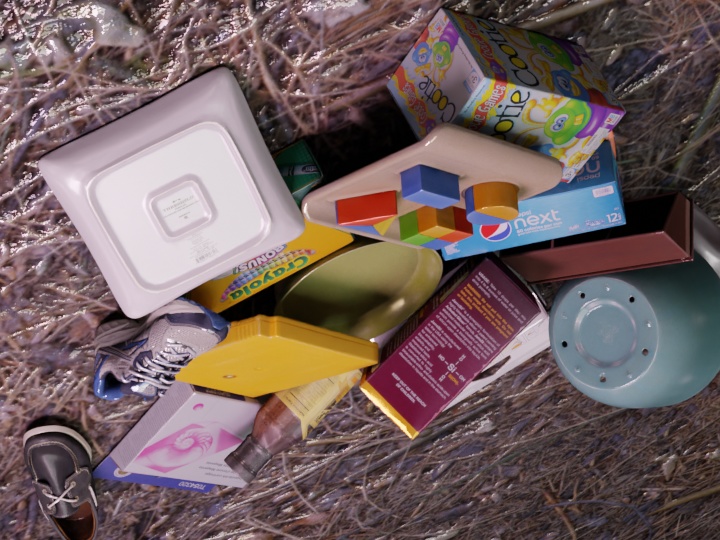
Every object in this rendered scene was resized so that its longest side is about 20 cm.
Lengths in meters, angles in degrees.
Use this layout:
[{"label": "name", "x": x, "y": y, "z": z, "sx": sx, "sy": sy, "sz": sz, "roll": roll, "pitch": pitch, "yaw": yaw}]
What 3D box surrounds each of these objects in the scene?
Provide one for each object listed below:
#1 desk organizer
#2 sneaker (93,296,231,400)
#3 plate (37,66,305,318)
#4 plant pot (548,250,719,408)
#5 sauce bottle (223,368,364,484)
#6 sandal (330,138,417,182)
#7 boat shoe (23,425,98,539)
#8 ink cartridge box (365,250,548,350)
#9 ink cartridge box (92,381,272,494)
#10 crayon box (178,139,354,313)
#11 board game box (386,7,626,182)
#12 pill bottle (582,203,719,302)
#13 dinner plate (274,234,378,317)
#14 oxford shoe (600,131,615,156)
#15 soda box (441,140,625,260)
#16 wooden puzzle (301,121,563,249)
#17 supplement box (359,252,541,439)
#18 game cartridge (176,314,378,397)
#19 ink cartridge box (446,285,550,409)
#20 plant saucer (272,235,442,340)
[{"label": "desk organizer", "x": 0.253, "y": -0.043, "z": 1.738, "sx": 0.199, "sy": 0.072, "sz": 0.077, "roll": -9, "pitch": 154, "yaw": 32}, {"label": "sneaker", "x": -0.203, "y": 0.090, "z": 1.622, "sx": 0.077, "sy": 0.086, "sz": 0.199, "roll": 30, "pitch": 147, "yaw": -31}, {"label": "plate", "x": -0.170, "y": -0.064, "z": 1.508, "sx": 0.198, "sy": 0.032, "sz": 0.201, "roll": -27, "pitch": 124, "yaw": -2}, {"label": "plant pot", "x": 0.304, "y": 0.064, "z": 1.828, "sx": 0.201, "sy": 0.201, "sz": 0.161, "roll": -45, "pitch": 162, "yaw": 23}, {"label": "sauce bottle", "x": -0.075, "y": 0.158, "z": 1.845, "sx": 0.200, "sy": 0.066, "sz": 0.066, "roll": -47, "pitch": 145, "yaw": -2}, {"label": "sandal", "x": 0.067, "y": -0.105, "z": 1.664, "sx": 0.198, "sy": 0.045, "sz": 0.075, "roll": -19, "pitch": 144, "yaw": -13}, {"label": "boat shoe", "x": -0.334, "y": 0.243, "z": 1.819, "sx": 0.071, "sy": 0.068, "sz": 0.201, "roll": -11, "pitch": 141, "yaw": -5}, {"label": "ink cartridge box", "x": 0.104, "y": 0.059, "z": 1.846, "sx": 0.199, "sy": 0.109, "sz": 0.050, "roll": -34, "pitch": -171, "yaw": 10}, {"label": "ink cartridge box", "x": -0.187, "y": 0.208, "z": 1.899, "sx": 0.195, "sy": 0.043, "sz": 0.200, "roll": 15, "pitch": 125, "yaw": -45}, {"label": "crayon box", "x": -0.117, "y": -0.035, "z": 1.618, "sx": 0.199, "sy": 0.059, "sz": 0.119, "roll": -28, "pitch": 145, "yaw": 0}, {"label": "board game box", "x": 0.145, "y": -0.170, "z": 1.582, "sx": 0.199, "sy": 0.105, "sz": 0.103, "roll": 6, "pitch": 134, "yaw": -40}, {"label": "pill bottle", "x": 0.351, "y": 0.015, "z": 1.954, "sx": 0.200, "sy": 0.113, "sz": 0.112, "roll": -45, "pitch": 142, "yaw": 23}, {"label": "dinner plate", "x": 0.000, "y": 0.000, "z": 1.776, "sx": 0.198, "sy": 0.024, "sz": 0.201, "roll": -18, "pitch": 144, "yaw": -13}, {"label": "oxford shoe", "x": 0.228, "y": -0.122, "z": 1.735, "sx": 0.072, "sy": 0.072, "sz": 0.201, "roll": -15, "pitch": 144, "yaw": -9}, {"label": "soda box", "x": 0.175, "y": -0.073, "z": 1.694, "sx": 0.198, "sy": 0.068, "sz": 0.064, "roll": -11, "pitch": 134, "yaw": 13}, {"label": "wooden puzzle", "x": 0.071, "y": -0.067, "z": 1.558, "sx": 0.184, "sy": 0.047, "sz": 0.199, "roll": 13, "pitch": 151, "yaw": -41}, {"label": "supplement box", "x": 0.098, "y": 0.077, "z": 1.762, "sx": 0.200, "sy": 0.086, "sz": 0.110, "roll": -46, "pitch": -176, "yaw": 8}, {"label": "game cartridge", "x": -0.109, "y": 0.092, "z": 1.734, "sx": 0.199, "sy": 0.033, "sz": 0.176, "roll": -19, "pitch": 155, "yaw": 38}, {"label": "ink cartridge box", "x": 0.134, "y": 0.080, "z": 1.952, "sx": 0.199, "sy": 0.044, "sz": 0.174, "roll": -32, "pitch": 146, "yaw": 5}, {"label": "plant saucer", "x": -0.008, "y": 0.019, "z": 1.736, "sx": 0.198, "sy": 0.031, "sz": 0.201, "roll": -19, "pitch": 150, "yaw": -12}]
